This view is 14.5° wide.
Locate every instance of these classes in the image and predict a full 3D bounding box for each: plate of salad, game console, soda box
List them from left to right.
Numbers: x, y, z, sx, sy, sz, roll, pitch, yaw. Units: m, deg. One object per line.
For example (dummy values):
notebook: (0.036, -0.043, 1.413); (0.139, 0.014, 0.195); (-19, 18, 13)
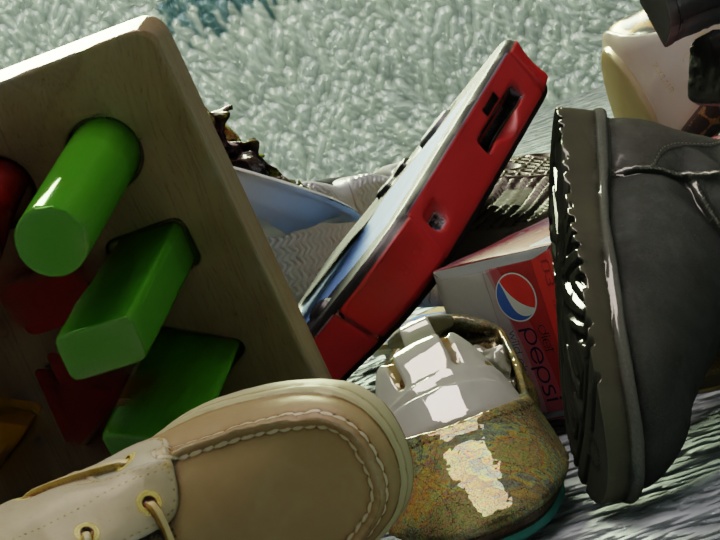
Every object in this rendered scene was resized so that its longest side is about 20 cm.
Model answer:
plate of salad: (-0.095, -0.052, 1.215); (0.199, 0.048, 0.200); (12, -5, 1)
game console: (0.000, 0.000, 1.184); (0.177, 0.031, 0.200); (-45, 7, 38)
soda box: (0.120, -0.001, 1.125); (0.063, 0.070, 0.200); (-14, 8, 44)

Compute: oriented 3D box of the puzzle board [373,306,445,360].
puzzle board: (0.094, 0.013, 1.406); (0.150, 0.017, 0.200); (-24, 5, -23)

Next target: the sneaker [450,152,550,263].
sneaker: (0.081, -0.005, 1.279); (0.070, 0.076, 0.200); (2, 14, 23)

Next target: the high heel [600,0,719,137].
high heel: (0.183, -0.107, 1.239); (0.142, 0.072, 0.200); (-22, -15, -9)

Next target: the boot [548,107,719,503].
boot: (0.164, 0.001, 0.923); (0.199, 0.073, 0.182); (3, 47, -1)

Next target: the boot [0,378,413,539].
boot: (-0.088, 0.101, 0.846); (0.199, 0.073, 0.155); (-21, 4, 18)

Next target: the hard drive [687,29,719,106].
hard drive: (0.252, -0.077, 1.138); (0.199, 0.033, 0.139); (2, 2, -27)

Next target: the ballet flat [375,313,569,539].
ballet flat: (0.031, 0.049, 0.969); (0.070, 0.071, 0.200); (-20, 5, 3)

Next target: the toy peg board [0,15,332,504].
toy peg board: (-0.126, 0.046, 0.990); (0.198, 0.201, 0.098); (-19, 20, 16)

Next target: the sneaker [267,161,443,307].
sneaker: (-0.020, -0.015, 1.432); (0.113, 0.076, 0.200); (-5, 0, 40)

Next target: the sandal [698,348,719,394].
sandal: (0.153, 0.000, 1.016); (0.080, 0.054, 0.200); (18, 35, 29)
